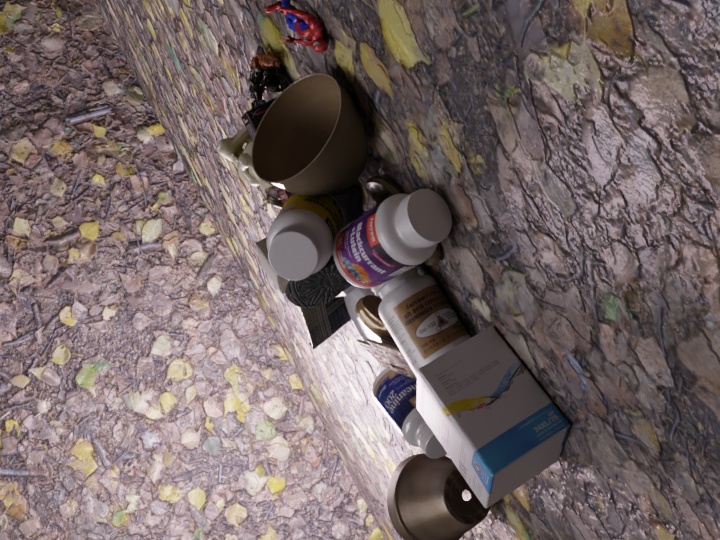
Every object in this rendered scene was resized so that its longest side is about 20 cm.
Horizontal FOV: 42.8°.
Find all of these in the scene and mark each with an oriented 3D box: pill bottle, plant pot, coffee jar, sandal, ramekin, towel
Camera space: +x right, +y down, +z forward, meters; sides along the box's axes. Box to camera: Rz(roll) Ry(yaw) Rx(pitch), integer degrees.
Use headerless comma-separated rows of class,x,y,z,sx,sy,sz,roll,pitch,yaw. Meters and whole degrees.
pill bottle,0.114,0.289,1.885,0.200,0.110,0.112,47,159,46
plant pot,-0.064,-0.204,1.521,0.134,0.201,0.200,32,-172,-41
coffee jar,-0.071,-0.159,1.767,0.200,0.085,0.105,50,159,43
pill bottle,0.095,0.071,1.554,0.201,0.114,0.114,58,165,13
sandal,0.060,-0.081,1.516,0.201,0.054,0.081,54,164,28
ramekin,0.045,0.083,1.787,0.203,0.094,0.203,55,164,24
pill bottle,-0.093,-0.057,1.511,0.200,0.110,0.112,-72,-39,-67
pill bottle,0.050,-0.051,1.415,0.200,0.111,0.112,-30,88,53
towel,-0.047,0.043,1.848,0.034,0.192,0.201,38,155,31
plant pot,0.178,0.472,1.898,0.201,0.199,0.173,61,150,2

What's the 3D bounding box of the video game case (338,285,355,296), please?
video game case,0.000,0.000,1.695,0.018,0.143,0.200,51,166,-6

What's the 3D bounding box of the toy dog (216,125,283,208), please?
toy dog,-0.196,-0.221,1.993,0.200,0.139,0.194,49,173,42

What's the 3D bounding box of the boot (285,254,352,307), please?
boot,-0.042,-0.019,1.619,0.066,0.163,0.200,62,-164,-19

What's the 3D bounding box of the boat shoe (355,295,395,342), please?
boat shoe,0.084,0.095,1.646,0.199,0.071,0.065,30,138,7

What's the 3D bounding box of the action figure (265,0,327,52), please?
action figure,-0.107,-0.411,1.520,0.200,0.051,0.066,47,156,39

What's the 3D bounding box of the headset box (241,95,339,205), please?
headset box,-0.102,-0.218,1.638,0.202,0.148,0.075,65,168,-8

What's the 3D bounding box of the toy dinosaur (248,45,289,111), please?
toy dinosaur,-0.186,-0.373,1.781,0.200,0.101,0.137,-10,-92,-83

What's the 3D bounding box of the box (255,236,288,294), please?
box,-0.100,-0.050,1.835,0.095,0.199,0.078,51,162,34

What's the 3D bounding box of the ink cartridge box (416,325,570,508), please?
ink cartridge box,0.197,0.224,1.414,0.201,0.145,0.147,54,164,28

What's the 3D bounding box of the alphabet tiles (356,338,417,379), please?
alphabet tiles,0.086,0.173,1.690,0.166,0.008,0.200,17,165,26
